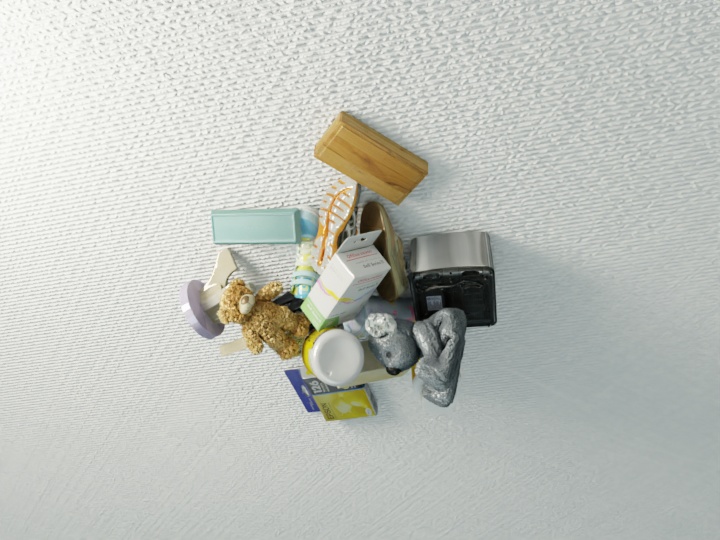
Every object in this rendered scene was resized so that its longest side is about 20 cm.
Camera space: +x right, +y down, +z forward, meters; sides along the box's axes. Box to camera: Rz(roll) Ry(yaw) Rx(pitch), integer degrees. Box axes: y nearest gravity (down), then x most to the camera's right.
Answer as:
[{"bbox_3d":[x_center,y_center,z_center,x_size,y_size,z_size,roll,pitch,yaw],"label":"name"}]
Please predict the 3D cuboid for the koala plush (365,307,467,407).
[{"bbox_3d":[0.105,0.151,1.604,0.195,0.188,0.178,11,158,16],"label":"koala plush"}]

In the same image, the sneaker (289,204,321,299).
[{"bbox_3d":[-0.105,-0.022,1.610,0.077,0.133,0.203,3,138,13],"label":"sneaker"}]

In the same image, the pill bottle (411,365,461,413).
[{"bbox_3d":[0.165,0.211,1.772,0.106,0.203,0.111,-1,134,-1],"label":"pill bottle"}]

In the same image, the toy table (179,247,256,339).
[{"bbox_3d":[-0.291,0.062,1.683,0.115,0.200,0.187,-26,98,5],"label":"toy table"}]

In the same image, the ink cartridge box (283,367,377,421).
[{"bbox_3d":[-0.074,0.311,2.025,0.195,0.048,0.200,-12,135,12],"label":"ink cartridge box"}]

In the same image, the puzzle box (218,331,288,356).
[{"bbox_3d":[-0.199,0.137,1.744,0.131,0.198,0.026,-20,89,33],"label":"puzzle box"}]

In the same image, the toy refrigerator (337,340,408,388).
[{"bbox_3d":[0.024,0.208,1.822,0.196,0.077,0.070,-5,147,-39],"label":"toy refrigerator"}]

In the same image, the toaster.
[{"bbox_3d":[0.188,0.021,1.647,0.175,0.121,0.203,-5,137,8],"label":"toaster"}]

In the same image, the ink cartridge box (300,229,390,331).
[{"bbox_3d":[-0.020,0.020,1.557,0.116,0.068,0.201,-16,148,-47],"label":"ink cartridge box"}]

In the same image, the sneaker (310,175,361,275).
[{"bbox_3d":[-0.037,-0.090,1.562,0.076,0.078,0.204,-2,119,-46],"label":"sneaker"}]

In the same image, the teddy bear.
[{"bbox_3d":[-0.187,0.097,1.589,0.145,0.067,0.201,-42,112,-11],"label":"teddy bear"}]

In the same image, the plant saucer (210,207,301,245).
[{"bbox_3d":[-0.211,-0.086,1.588,0.194,0.019,0.072,0,101,17],"label":"plant saucer"}]

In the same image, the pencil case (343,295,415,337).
[{"bbox_3d":[0.053,0.102,1.714,0.196,0.082,0.093,2,103,-41],"label":"pencil case"}]

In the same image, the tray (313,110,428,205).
[{"bbox_3d":[0.020,-0.205,1.484,0.197,0.038,0.099,27,132,-23],"label":"tray"}]

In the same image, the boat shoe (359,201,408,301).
[{"bbox_3d":[0.050,-0.044,1.605,0.070,0.064,0.205,3,112,40],"label":"boat shoe"}]

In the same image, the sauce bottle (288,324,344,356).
[{"bbox_3d":[-0.107,0.151,1.811,0.065,0.067,0.198,34,143,-29],"label":"sauce bottle"}]

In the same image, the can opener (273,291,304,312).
[{"bbox_3d":[-0.153,0.071,1.771,0.197,0.065,0.078,-22,159,38],"label":"can opener"}]

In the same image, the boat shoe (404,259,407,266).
[{"bbox_3d":[0.000,0.000,1.681,0.196,0.072,0.063,-22,118,6],"label":"boat shoe"}]

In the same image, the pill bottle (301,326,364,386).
[{"bbox_3d":[-0.062,0.171,1.633,0.106,0.112,0.200,15,176,-12],"label":"pill bottle"}]
